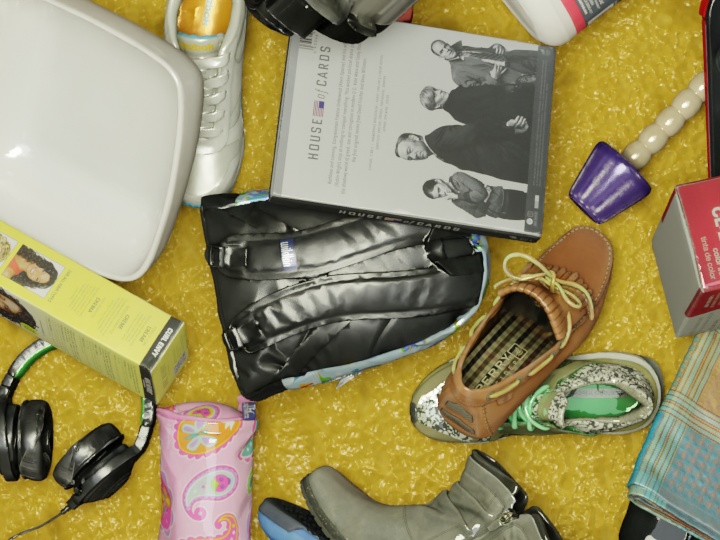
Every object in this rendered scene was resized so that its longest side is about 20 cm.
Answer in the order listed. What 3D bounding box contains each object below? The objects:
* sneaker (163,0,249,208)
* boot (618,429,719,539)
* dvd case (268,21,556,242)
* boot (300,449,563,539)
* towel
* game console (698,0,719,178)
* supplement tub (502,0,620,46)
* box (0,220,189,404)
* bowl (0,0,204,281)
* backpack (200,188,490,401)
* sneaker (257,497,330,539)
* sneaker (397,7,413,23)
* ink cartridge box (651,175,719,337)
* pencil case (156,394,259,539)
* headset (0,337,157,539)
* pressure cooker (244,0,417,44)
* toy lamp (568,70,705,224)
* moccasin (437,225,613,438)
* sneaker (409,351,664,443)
[{"bbox_3d":[-0.125,-0.148,1.339,0.076,0.081,0.201,2,94,1],"label":"sneaker"},{"bbox_3d":[0.209,0.200,1.343,0.197,0.073,0.163,24,94,-3],"label":"boot"},{"bbox_3d":[0.040,-0.107,1.271,0.199,0.025,0.151,8,74,-6],"label":"dvd case"},{"bbox_3d":[0.058,0.184,1.323,0.200,0.068,0.131,42,104,23],"label":"boot"},{"bbox_3d":[0.299,0.119,1.319,0.146,0.022,0.201,29,68,1],"label":"towel"},{"bbox_3d":[0.351,-0.146,1.306,0.199,0.031,0.178,-9,104,-8],"label":"game console"},{"bbox_3d":[0.179,-0.275,1.288,0.200,0.140,0.141,-37,90,4],"label":"supplement tub"},{"bbox_3d":[-0.229,0.025,1.337,0.199,0.075,0.050,27,68,11],"label":"box"},{"bbox_3d":[-0.206,-0.111,1.312,0.199,0.075,0.201,28,122,16],"label":"bowl"},{"bbox_3d":[0.000,0.000,1.319,0.199,0.154,0.164,-16,84,17],"label":"backpack"},{"bbox_3d":[-0.011,0.259,1.360,0.200,0.066,0.079,38,98,0],"label":"sneaker"},{"bbox_3d":[0.000,-0.196,1.336,0.097,0.071,0.202,15,91,2],"label":"sneaker"},{"bbox_3d":[0.326,-0.025,1.276,0.199,0.146,0.083,-12,74,0],"label":"ink cartridge box"},{"bbox_3d":[-0.118,0.198,1.354,0.087,0.087,0.201,2,92,3],"label":"pencil case"},{"bbox_3d":[-0.235,0.142,1.351,0.123,0.094,0.201,19,82,2],"label":"headset"},{"bbox_3d":[-0.009,-0.254,1.202,0.200,0.176,0.179,-40,79,26],"label":"pressure cooker"},{"bbox_3d":[0.240,-0.117,1.336,0.200,0.058,0.058,-44,90,2],"label":"toy lamp"},{"bbox_3d":[0.127,0.034,1.303,0.074,0.078,0.201,37,59,19],"label":"moccasin"},{"bbox_3d":[0.136,0.097,1.333,0.199,0.089,0.077,-6,93,3],"label":"sneaker"}]
